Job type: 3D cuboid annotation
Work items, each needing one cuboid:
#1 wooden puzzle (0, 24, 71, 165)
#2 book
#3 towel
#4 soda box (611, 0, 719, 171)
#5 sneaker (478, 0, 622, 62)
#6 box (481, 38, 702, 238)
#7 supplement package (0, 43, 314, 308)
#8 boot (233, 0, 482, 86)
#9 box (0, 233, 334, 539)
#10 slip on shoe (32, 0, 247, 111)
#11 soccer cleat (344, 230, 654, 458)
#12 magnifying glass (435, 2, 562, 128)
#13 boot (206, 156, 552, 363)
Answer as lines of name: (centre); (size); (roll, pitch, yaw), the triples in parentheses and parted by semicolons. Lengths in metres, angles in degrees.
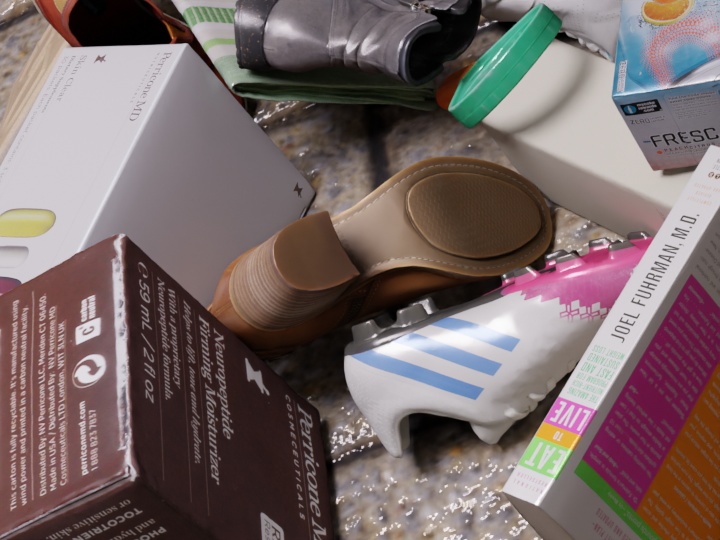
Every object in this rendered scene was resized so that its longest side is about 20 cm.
wooden puzzle: (-0.195, -0.157, 1.500); (0.201, 0.046, 0.185); (-60, 13, 18)
book: (0.159, 0.060, 1.057); (0.048, 0.134, 0.201); (18, 68, 45)
towel: (-0.050, -0.161, 1.409); (0.200, 0.152, 0.024); (55, 136, 48)
soda box: (0.180, -0.154, 1.143); (0.063, 0.068, 0.201); (-9, 53, 26)
sneaker: (0.135, -0.160, 1.307); (0.075, 0.089, 0.200); (-40, 15, -21)
box: (0.163, -0.056, 1.190); (0.068, 0.082, 0.200); (-50, 44, -8)
supplement package: (-0.143, -0.013, 1.329); (0.110, 0.156, 0.201); (2, 58, 38)
boot: (0.016, -0.166, 1.335); (0.131, 0.070, 0.200); (8, 38, 19)
box: (-0.133, 0.122, 1.175); (0.163, 0.200, 0.167); (-27, 45, 19)
slip on shoe: (-0.138, -0.138, 1.396); (0.074, 0.200, 0.061); (-44, 45, 2)
soccer cleat: (0.088, 0.043, 1.180); (0.199, 0.087, 0.070); (-19, 2, 18)
magnifying glass: (0.072, -0.114, 1.265); (0.080, 0.022, 0.200); (-50, 4, -6)
boot: (0.000, 0.000, 1.265); (0.155, 0.199, 0.074); (-41, 63, 59)
